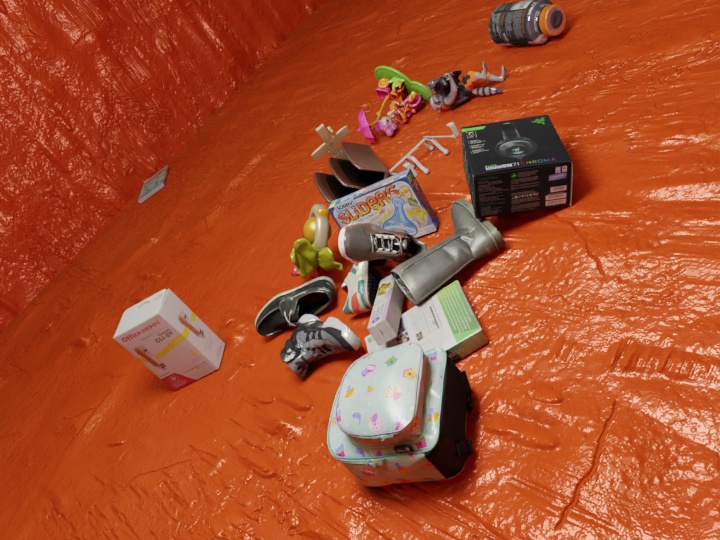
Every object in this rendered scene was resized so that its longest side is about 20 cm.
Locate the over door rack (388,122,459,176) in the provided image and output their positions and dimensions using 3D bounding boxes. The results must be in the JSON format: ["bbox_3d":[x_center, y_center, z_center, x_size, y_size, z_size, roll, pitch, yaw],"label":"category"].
[{"bbox_3d":[0.142,-0.250,1.451,0.148,0.067,0.200,-44,10,-7],"label":"over door rack"}]

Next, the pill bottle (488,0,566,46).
[{"bbox_3d":[0.426,-0.630,1.615,0.106,0.107,0.199,-45,31,-10],"label":"pill bottle"}]

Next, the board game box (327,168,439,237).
[{"bbox_3d":[0.047,-0.115,1.327,0.198,0.136,0.035,-19,27,31],"label":"board game box"}]

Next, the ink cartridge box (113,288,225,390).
[{"bbox_3d":[-0.424,0.157,1.418,0.144,0.201,0.084,-26,33,20],"label":"ink cartridge box"}]

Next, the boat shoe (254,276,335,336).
[{"bbox_3d":[-0.141,0.083,1.336,0.198,0.072,0.068,-29,28,13],"label":"boat shoe"}]

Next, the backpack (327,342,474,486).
[{"bbox_3d":[0.044,0.208,0.907,0.198,0.153,0.178,-25,38,34],"label":"backpack"}]

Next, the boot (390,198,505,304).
[{"bbox_3d":[0.145,-0.037,1.173,0.199,0.073,0.182,-36,30,1],"label":"boot"}]

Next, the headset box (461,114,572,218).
[{"bbox_3d":[0.281,-0.198,1.173,0.171,0.094,0.201,-7,37,7],"label":"headset box"}]

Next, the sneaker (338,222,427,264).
[{"bbox_3d":[0.048,-0.054,1.201,0.081,0.198,0.079,-5,85,49],"label":"sneaker"}]

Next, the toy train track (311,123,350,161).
[{"bbox_3d":[-0.062,-0.304,1.626,0.114,0.200,0.033,-38,49,2],"label":"toy train track"}]

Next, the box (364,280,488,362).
[{"bbox_3d":[0.105,0.117,1.067,0.199,0.036,0.145,-34,31,12],"label":"box"}]

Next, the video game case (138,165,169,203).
[{"bbox_3d":[-0.917,-0.384,2.823,0.142,0.018,0.201,-33,32,10],"label":"video game case"}]

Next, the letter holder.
[{"bbox_3d":[-0.031,-0.235,1.530,0.201,0.140,0.102,-116,36,-58],"label":"letter holder"}]

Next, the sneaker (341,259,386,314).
[{"bbox_3d":[0.000,0.001,1.277,0.092,0.070,0.202,-23,46,31],"label":"sneaker"}]

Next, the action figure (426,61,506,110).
[{"bbox_3d":[0.247,-0.451,1.585,0.192,0.106,0.199,-17,12,40],"label":"action figure"}]

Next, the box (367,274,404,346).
[{"bbox_3d":[0.049,0.064,1.136,0.038,0.042,0.201,-30,16,19],"label":"box"}]

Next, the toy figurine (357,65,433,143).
[{"bbox_3d":[0.078,-0.435,1.755,0.198,0.150,0.186,27,82,31],"label":"toy figurine"}]

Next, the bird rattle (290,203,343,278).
[{"bbox_3d":[-0.090,-0.059,1.365,0.200,0.111,0.166,-138,56,-83],"label":"bird rattle"}]

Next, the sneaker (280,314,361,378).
[{"bbox_3d":[-0.080,0.149,1.188,0.114,0.076,0.199,-52,27,-20],"label":"sneaker"}]
